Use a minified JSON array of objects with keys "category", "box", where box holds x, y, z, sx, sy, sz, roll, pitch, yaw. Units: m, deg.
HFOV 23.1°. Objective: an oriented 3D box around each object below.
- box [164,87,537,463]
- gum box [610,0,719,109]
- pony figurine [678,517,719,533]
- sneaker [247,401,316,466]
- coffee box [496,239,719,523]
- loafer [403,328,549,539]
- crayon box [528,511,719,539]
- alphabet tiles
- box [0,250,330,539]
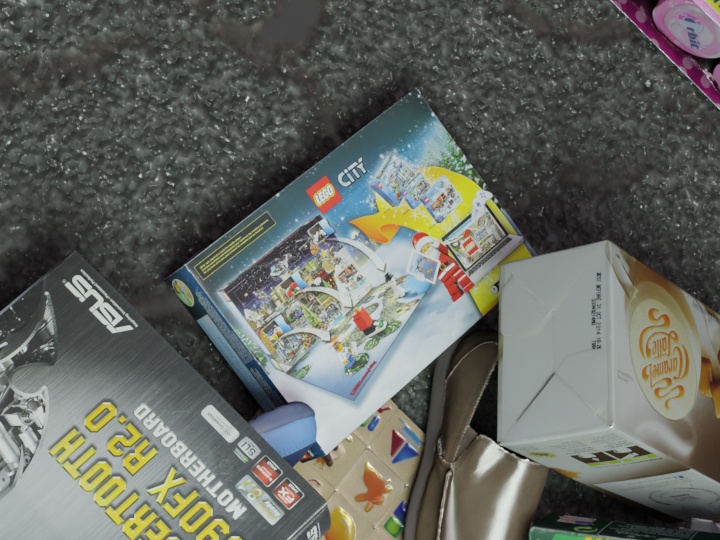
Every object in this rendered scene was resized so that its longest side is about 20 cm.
[{"category":"box","box":[0.000,0.000,1.058,0.200,0.038,0.137,-39,95,-29]},{"category":"gum box","box":[0.246,-0.202,1.207,0.200,0.066,0.114,42,64,-12]},{"category":"pony figurine","box":[0.280,0.228,1.078,0.200,0.194,0.166,-28,48,-35]},{"category":"sneaker","box":[-0.088,0.154,0.957,0.082,0.074,0.200,44,75,8]},{"category":"coffee box","box":[0.168,0.073,1.053,0.200,0.079,0.115,29,56,-45]},{"category":"loafer","box":[0.073,0.125,1.043,0.073,0.071,0.201,12,69,-26]},{"category":"crayon box","box":[0.158,0.248,1.011,0.051,0.126,0.201,-11,104,-68]},{"category":"alphabet tiles","box":[-0.002,0.165,1.044,0.200,0.008,0.167,45,64,-11]},{"category":"box","box":[-0.138,0.111,0.906,0.158,0.048,0.200,-41,71,-16]}]
